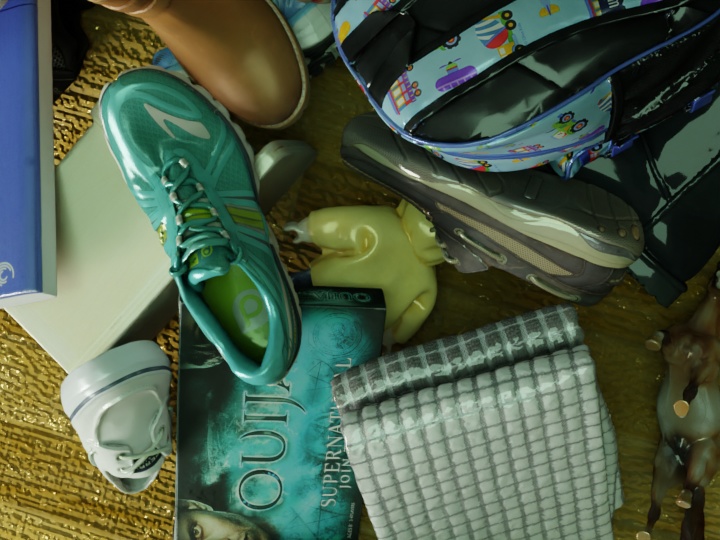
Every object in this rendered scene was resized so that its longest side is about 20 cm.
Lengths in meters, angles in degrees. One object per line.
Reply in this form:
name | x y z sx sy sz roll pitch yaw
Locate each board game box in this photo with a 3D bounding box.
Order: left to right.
board game box | -0.059 0.103 0.795 0.133 0.028 0.202 2 119 -8

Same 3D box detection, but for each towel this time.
towel | 0.081 0.121 0.765 0.164 0.086 0.201 -17 133 2

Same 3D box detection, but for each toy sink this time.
toy sink | -0.142 -0.044 0.791 0.112 0.130 0.200 44 101 1

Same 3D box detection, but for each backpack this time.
backpack | 0.092 -0.138 0.682 0.199 0.135 0.184 -31 63 -2

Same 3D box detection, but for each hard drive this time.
hard drive | -0.253 -0.074 0.747 0.130 0.025 0.203 -10 76 23

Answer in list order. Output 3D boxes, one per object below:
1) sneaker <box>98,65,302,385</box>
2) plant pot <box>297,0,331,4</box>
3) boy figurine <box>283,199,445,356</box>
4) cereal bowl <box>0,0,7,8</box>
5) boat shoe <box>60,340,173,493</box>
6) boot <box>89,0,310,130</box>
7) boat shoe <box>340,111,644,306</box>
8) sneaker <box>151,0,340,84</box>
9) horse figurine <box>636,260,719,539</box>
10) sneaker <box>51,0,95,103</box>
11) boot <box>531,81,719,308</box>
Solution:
sneaker | -0.087 -0.025 0.679 0.077 0.080 0.202 -26 101 6
plant pot | -0.037 -0.271 0.698 0.200 0.200 0.178 -39 76 10
boy figurine | 0.000 0.000 0.803 0.200 0.065 0.124 -42 115 8
cereal bowl | -0.260 -0.200 0.710 0.198 0.083 0.202 -18 54 27
boat shoe | -0.149 0.103 0.779 0.073 0.200 0.067 -26 77 -14
boot | -0.111 -0.162 0.679 0.076 0.155 0.201 -30 95 13
boat shoe | 0.073 -0.033 0.726 0.198 0.075 0.074 26 124 11
sneaker | -0.054 -0.178 0.804 0.198 0.078 0.091 -24 74 6
horse figurine | 0.216 0.099 0.773 0.049 0.132 0.203 4 106 27
sneaker | -0.258 -0.210 0.817 0.114 0.076 0.201 -34 94 8
boot | 0.190 -0.099 0.765 0.200 0.076 0.168 42 101 -1
